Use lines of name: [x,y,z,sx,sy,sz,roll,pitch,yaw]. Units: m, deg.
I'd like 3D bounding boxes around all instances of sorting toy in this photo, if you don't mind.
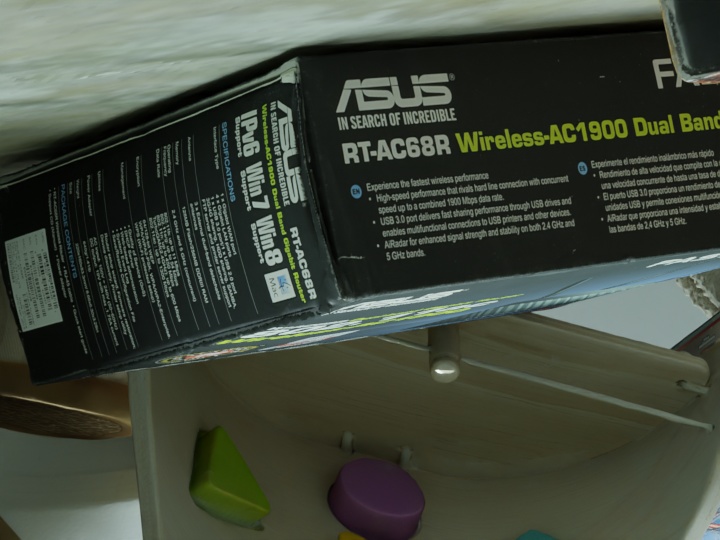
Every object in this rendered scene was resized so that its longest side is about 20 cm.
sorting toy: [0.008,0.089,0.837,0.199,0.180,0.107,15,132,-8]

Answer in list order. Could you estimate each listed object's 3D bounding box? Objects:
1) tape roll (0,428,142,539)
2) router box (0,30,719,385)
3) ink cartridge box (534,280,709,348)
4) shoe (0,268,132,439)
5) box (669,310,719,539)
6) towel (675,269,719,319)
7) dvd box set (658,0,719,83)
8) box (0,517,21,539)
tape roll: [-0.083,0.064,1.020,0.202,0.071,0.203,-8,-155,4]
router box: [0.024,-0.019,0.746,0.200,0.062,0.150,-8,175,-37]
ink cartridge box: [0.172,0.013,1.273,0.146,0.085,0.200,10,-175,21]
shoe: [-0.143,0.013,0.850,0.070,0.054,0.200,-2,168,37]
box: [0.185,0.030,0.926,0.137,0.040,0.200,15,136,-41]
towel: [0.190,-0.011,1.063,0.132,0.035,0.200,-17,-160,-5]
dvd box set: [0.178,-0.071,0.635,0.146,0.029,0.200,-13,176,33]
box: [-0.101,0.097,0.773,0.021,0.163,0.200,-43,152,-5]
